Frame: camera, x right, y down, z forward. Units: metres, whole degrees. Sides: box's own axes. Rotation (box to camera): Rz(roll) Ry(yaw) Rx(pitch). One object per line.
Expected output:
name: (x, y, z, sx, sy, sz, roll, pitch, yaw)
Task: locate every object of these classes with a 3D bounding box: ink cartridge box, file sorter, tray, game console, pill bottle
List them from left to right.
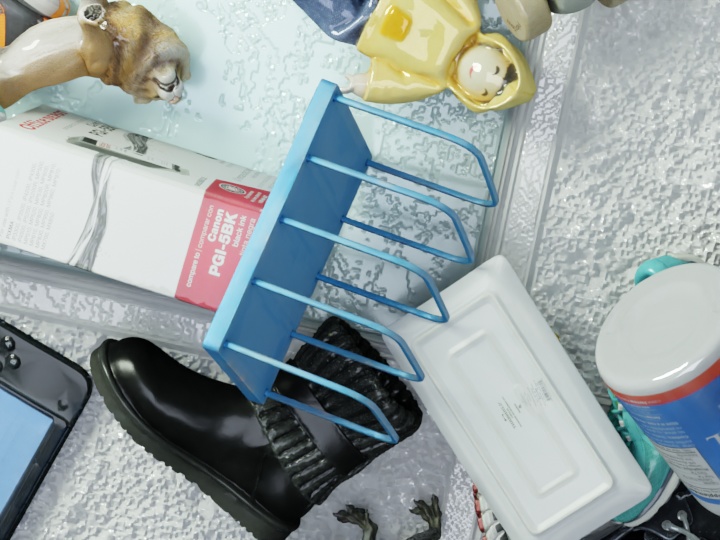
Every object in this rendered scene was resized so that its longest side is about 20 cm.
game console: (-0.321, 0.130, 1.690, 0.170, 0.118, 0.200, 30, 103, 0)
ink cartridge box: (-0.160, -0.045, 1.624, 0.199, 0.147, 0.083, 17, 101, 1)
file sorter: (0.000, 0.000, 1.573, 0.122, 0.139, 0.201, 20, 77, 16)
tray: (0.108, 0.100, 1.618, 0.107, 0.022, 0.200, -34, 86, 11)
pill bottle: (0.254, 0.098, 1.569, 0.112, 0.112, 0.200, -34, 122, 11)

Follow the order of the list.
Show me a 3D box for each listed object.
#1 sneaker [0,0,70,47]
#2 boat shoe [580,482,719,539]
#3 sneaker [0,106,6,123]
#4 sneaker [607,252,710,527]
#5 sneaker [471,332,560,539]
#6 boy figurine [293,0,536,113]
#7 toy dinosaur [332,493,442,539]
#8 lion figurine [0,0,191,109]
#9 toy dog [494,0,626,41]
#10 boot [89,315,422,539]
sneaker: (-0.315, -0.211, 1.643, 0.200, 0.078, 0.112, 41, 101, -3)
boat shoe: (0.224, 0.195, 1.671, 0.200, 0.068, 0.072, -29, 97, 10)
sneaker: (-0.324, -0.064, 1.622, 0.077, 0.200, 0.092, 20, 66, -29)
sneaker: (0.198, 0.082, 1.638, 0.077, 0.079, 0.201, 19, 98, 44)
sneaker: (0.120, 0.136, 1.666, 0.082, 0.078, 0.201, -5, 101, 5)
boy figurine: (0.032, -0.168, 1.624, 0.200, 0.064, 0.125, 35, 97, 1)
toy dinosaur: (0.027, 0.213, 1.690, 0.199, 0.047, 0.088, 2, 61, -22)
lion figurine: (-0.221, -0.150, 1.619, 0.199, 0.123, 0.073, -9, 62, -2)
toy dog: (0.116, -0.252, 1.573, 0.200, 0.096, 0.132, 43, 76, -7)
boot: (-0.075, 0.084, 1.673, 0.211, 0.079, 0.158, 41, 109, -14)
